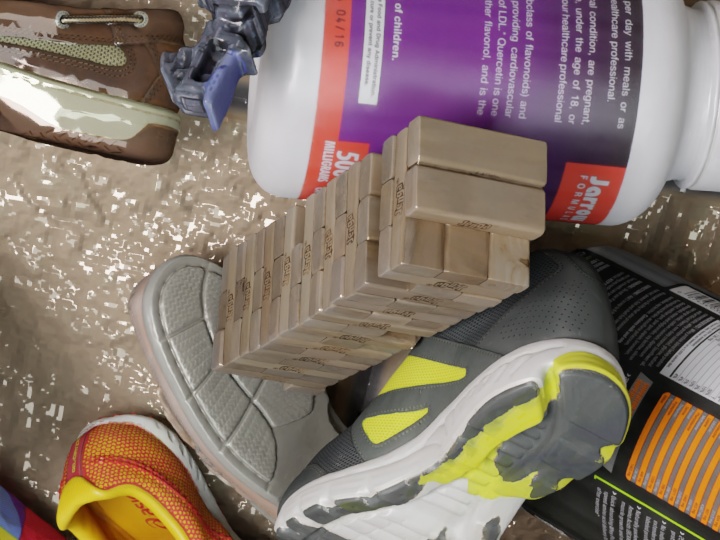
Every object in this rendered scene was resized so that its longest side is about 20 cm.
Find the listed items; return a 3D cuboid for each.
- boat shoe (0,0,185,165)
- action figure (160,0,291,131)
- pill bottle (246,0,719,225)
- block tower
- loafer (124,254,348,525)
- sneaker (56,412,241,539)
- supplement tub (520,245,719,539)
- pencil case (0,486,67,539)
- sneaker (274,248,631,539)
[{"bbox_3d":[-0.168,-0.099,0.831,0.200,0.075,0.076,12,89,-9],"label":"boat shoe"},{"bbox_3d":[-0.058,-0.157,0.738,0.191,0.201,0.105,8,144,5],"label":"action figure"},{"bbox_3d":[0.056,-0.078,0.825,0.198,0.113,0.113,5,114,-6],"label":"pill bottle"},{"bbox_3d":[0.000,0.000,0.802,0.057,0.200,0.055,11,70,-22],"label":"block tower"},{"bbox_3d":[-0.041,0.078,0.915,0.063,0.072,0.200,-16,122,49],"label":"loafer"},{"bbox_3d":[-0.067,0.154,0.934,0.200,0.077,0.073,43,121,-18],"label":"sneaker"},{"bbox_3d":[0.151,0.079,0.843,0.122,0.199,0.124,-27,131,-35],"label":"supplement tub"},{"bbox_3d":[-0.207,0.115,0.909,0.088,0.089,0.200,-39,110,13],"label":"pencil case"},{"bbox_3d":[0.040,0.063,0.825,0.074,0.085,0.200,33,136,-24],"label":"sneaker"}]
